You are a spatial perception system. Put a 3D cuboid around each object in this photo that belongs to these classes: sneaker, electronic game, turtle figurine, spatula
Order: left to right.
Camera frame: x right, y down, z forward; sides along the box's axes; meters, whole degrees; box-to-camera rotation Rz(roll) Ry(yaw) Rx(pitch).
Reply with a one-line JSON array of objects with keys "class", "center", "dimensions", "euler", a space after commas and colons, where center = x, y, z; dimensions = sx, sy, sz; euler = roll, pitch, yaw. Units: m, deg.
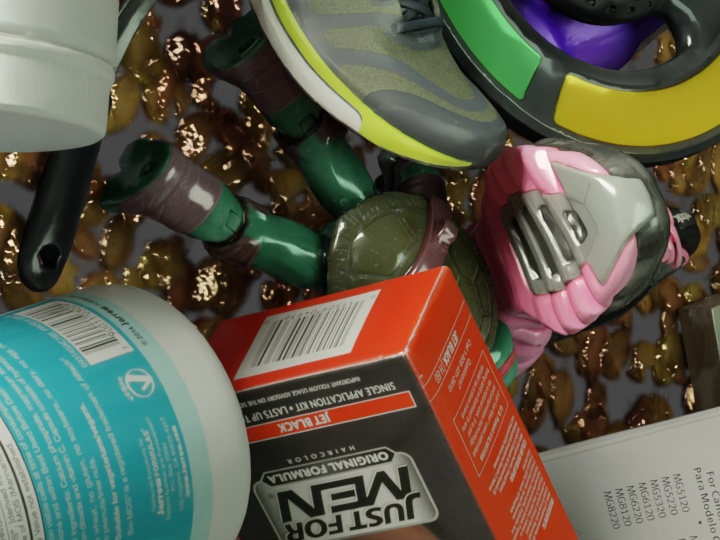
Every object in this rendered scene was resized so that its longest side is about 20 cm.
[{"class": "spatula", "center": [-0.091, -0.083, 0.860], "dimensions": [0.056, 0.021, 0.201], "euler": [34, 66, -39]}, {"class": "sneaker", "center": [-0.004, -0.125, 0.846], "dimensions": [0.200, 0.081, 0.074], "euler": [55, 25, 5]}, {"class": "turtle figurine", "center": [0.000, 0.000, 0.898], "dimensions": [0.200, 0.101, 0.150], "euler": [45, 54, -25]}, {"class": "electronic game", "center": [0.098, -0.140, 0.930], "dimensions": [0.199, 0.042, 0.201], "euler": [7, 75, -27]}, {"class": "sneaker", "center": [0.097, -0.013, 0.916], "dimensions": [0.095, 0.200, 0.079], "euler": [-16, 82, -13]}]

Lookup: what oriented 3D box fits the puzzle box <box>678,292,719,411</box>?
[{"class": "puzzle box", "center": [0.251, 0.055, 1.164], "dimensions": [0.200, 0.025, 0.134], "euler": [-17, 101, -34]}]

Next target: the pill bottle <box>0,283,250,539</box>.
[{"class": "pill bottle", "center": [-0.140, 0.079, 0.744], "dimensions": [0.200, 0.111, 0.111], "euler": [-19, 102, -42]}]

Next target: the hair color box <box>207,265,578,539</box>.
[{"class": "hair color box", "center": [0.021, 0.105, 0.849], "dimensions": [0.200, 0.101, 0.061], "euler": [63, 29, -24]}]

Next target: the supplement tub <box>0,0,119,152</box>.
[{"class": "supplement tub", "center": [-0.140, -0.145, 0.738], "dimensions": [0.132, 0.132, 0.201], "euler": [8, 83, -44]}]

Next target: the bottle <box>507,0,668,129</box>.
[{"class": "bottle", "center": [0.089, -0.114, 0.994], "dimensions": [0.200, 0.083, 0.065], "euler": [-39, 109, -37]}]

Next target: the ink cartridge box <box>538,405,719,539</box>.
[{"class": "ink cartridge box", "center": [0.169, 0.095, 0.960], "dimensions": [0.200, 0.175, 0.084], "euler": [-4, 78, -60]}]
